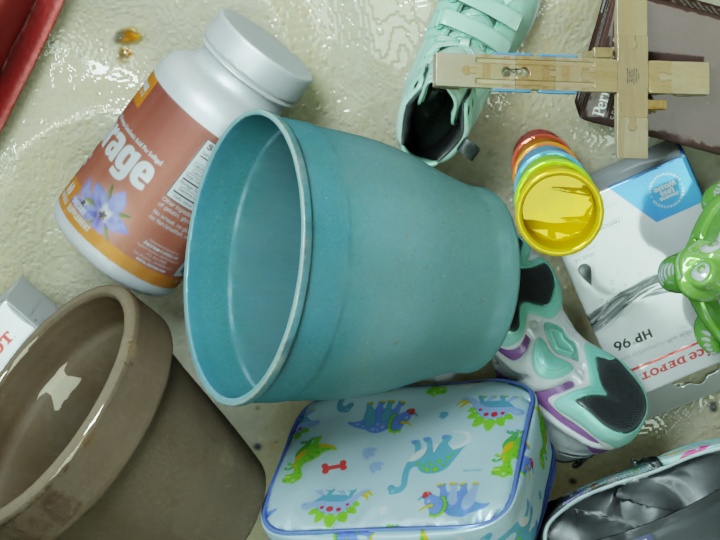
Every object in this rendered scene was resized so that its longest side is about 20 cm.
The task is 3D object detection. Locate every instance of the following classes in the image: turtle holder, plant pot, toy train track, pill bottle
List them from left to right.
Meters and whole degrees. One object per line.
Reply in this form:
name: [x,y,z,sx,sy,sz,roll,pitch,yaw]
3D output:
plant pot: [-0.164,0.139,1.388,0.174,0.200,0.200,39,104,-25]
pill bottle: [-0.128,-0.089,1.437,0.112,0.112,0.200,37,103,-7]
plant pot: [0.000,0.000,1.353,0.187,0.200,0.201,6,107,-27]
toy train track: [0.146,-0.136,1.369,0.199,0.033,0.115,1,88,-12]
turtle holder: [0.300,-0.009,1.371,0.185,0.132,0.141,31,76,-25]

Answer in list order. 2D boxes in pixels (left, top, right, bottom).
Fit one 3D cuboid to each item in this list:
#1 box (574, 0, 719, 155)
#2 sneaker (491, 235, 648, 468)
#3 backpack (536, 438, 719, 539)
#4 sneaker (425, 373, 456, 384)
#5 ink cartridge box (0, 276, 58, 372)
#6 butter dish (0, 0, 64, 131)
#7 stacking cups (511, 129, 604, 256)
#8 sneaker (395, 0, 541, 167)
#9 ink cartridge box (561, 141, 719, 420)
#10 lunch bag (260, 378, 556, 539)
box: [0.266,-0.139,1.426,0.199,0.075,0.101,14,105,1]
sneaker: [0.115,0.069,1.476,0.078,0.140,0.200,-32,82,-31]
backpack: [0.242,0.216,1.427,0.199,0.151,0.178,-24,87,3]
sneaker: [-0.027,0.043,1.489,0.200,0.075,0.115,39,104,-2]
ink cartridge box: [-0.241,0.128,1.513,0.200,0.086,0.146,43,102,-8]
butter dish: [-0.337,-0.181,1.405,0.199,0.148,0.201,28,104,-6]
stacking cups: [0.132,-0.059,1.386,0.060,0.200,0.061,0,102,0]
sneaker: [0.083,-0.163,1.404,0.073,0.118,0.201,21,103,-1]
ink cartridge box: [0.227,0.018,1.471,0.116,0.068,0.201,-24,103,9]
lunch bag: [0.034,0.160,1.413,0.199,0.161,0.083,-6,127,20]
